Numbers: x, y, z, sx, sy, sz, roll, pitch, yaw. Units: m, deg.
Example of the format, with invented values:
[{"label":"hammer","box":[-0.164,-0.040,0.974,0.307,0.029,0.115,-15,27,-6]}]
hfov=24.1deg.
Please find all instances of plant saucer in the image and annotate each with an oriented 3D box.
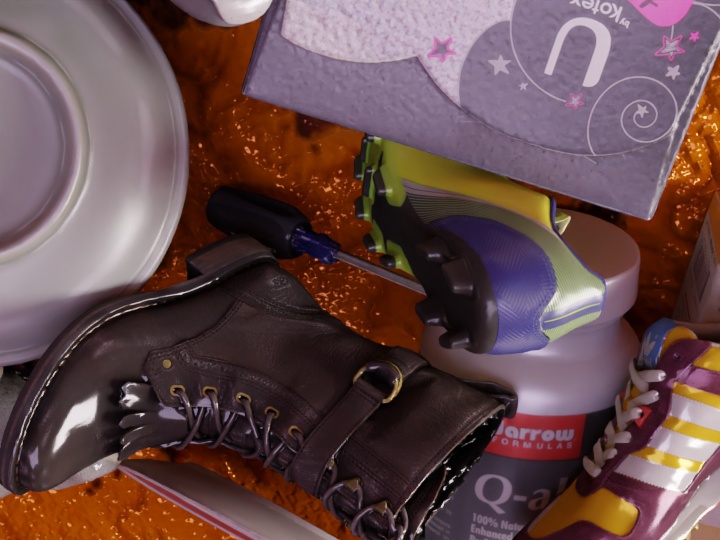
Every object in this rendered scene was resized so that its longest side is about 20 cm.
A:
[{"label":"plant saucer","box":[-0.177,-0.056,0.766,0.198,0.050,0.202,0,90,-6]}]

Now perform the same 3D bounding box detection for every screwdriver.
[{"label":"screwdriver","box":[0.000,0.000,0.840,0.199,0.028,0.029,27,128,30]}]

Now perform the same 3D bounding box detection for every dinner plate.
[{"label":"dinner plate","box":[-0.039,0.143,0.894,0.199,0.200,0.024,31,80,-9]}]

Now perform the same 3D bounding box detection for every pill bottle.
[{"label":"pill bottle","box":[0.084,0.076,0.872,0.115,0.116,0.202,5,116,3]}]

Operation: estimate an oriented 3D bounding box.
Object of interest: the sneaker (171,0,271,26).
[{"label":"sneaker","box":[-0.099,-0.163,0.763,0.078,0.200,0.078,-14,137,-31]}]

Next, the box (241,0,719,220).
[{"label":"box","box":[0.062,-0.127,0.779,0.198,0.115,0.133,17,116,-3]}]

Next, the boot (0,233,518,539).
[{"label":"boot","box":[-0.043,0.072,0.766,0.174,0.200,0.070,35,143,23]}]

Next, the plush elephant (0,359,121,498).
[{"label":"plush elephant","box":[-0.194,0.046,0.862,0.163,0.155,0.201,-13,113,11]}]

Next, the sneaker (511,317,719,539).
[{"label":"sneaker","box":[0.140,0.073,0.795,0.199,0.075,0.090,-33,105,-8]}]

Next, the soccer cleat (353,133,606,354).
[{"label":"soccer cleat","box":[0.051,-0.025,0.794,0.083,0.200,0.065,-7,123,-15]}]

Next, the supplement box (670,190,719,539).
[{"label":"supplement box","box":[0.217,0.074,0.882,0.125,0.074,0.201,13,116,0]}]
